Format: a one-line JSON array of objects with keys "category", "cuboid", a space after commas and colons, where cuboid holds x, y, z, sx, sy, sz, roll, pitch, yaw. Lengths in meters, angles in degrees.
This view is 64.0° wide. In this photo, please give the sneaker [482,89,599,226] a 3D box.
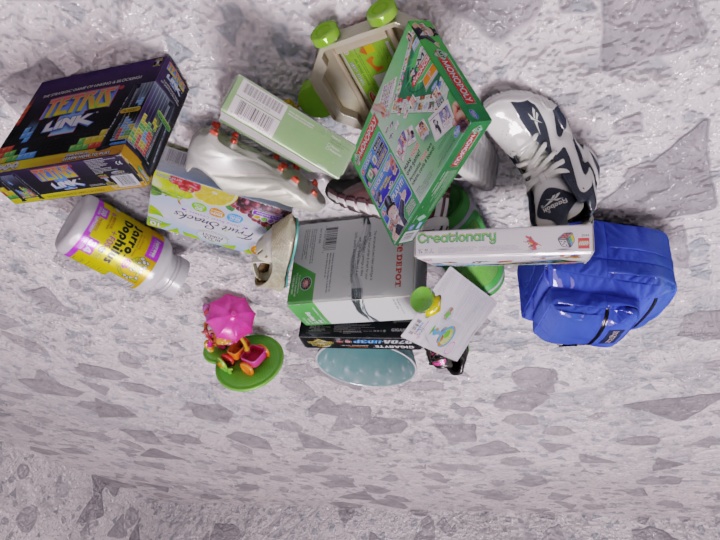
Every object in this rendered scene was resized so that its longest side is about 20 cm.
[{"category": "sneaker", "cuboid": [0.219, -0.117, 0.686, 0.079, 0.131, 0.199, -26, 134, 37]}]

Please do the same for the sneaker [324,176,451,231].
[{"category": "sneaker", "cuboid": [0.044, -0.126, 0.775, 0.199, 0.117, 0.075, 22, -164, 32]}]

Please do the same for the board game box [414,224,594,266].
[{"category": "board game box", "cuboid": [0.176, -0.028, 0.705, 0.198, 0.035, 0.126, -1, 176, 18]}]

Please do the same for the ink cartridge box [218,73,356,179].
[{"category": "ink cartridge box", "cuboid": [-0.096, -0.167, 0.691, 0.145, 0.048, 0.200, 28, -175, -18]}]

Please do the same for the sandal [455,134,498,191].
[{"category": "sandal", "cuboid": [0.114, -0.146, 0.689, 0.049, 0.083, 0.202, 0, 161, 32]}]

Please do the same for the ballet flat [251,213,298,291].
[{"category": "ballet flat", "cuboid": [-0.134, -0.019, 0.877, 0.062, 0.068, 0.200, 2, 151, -12]}]

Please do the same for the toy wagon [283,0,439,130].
[{"category": "toy wagon", "cuboid": [0.002, -0.219, 0.665, 0.198, 0.040, 0.155, -9, 142, 25]}]

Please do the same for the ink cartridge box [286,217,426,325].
[{"category": "ink cartridge box", "cuboid": [0.000, 0.000, 0.891, 0.198, 0.148, 0.083, -4, 149, 19]}]

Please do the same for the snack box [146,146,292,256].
[{"category": "snack box", "cuboid": [-0.213, -0.097, 0.875, 0.198, 0.053, 0.142, 16, 147, -15]}]

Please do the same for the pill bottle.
[{"category": "pill bottle", "cuboid": [-0.389, -0.032, 0.963, 0.104, 0.105, 0.199, -23, 136, 38]}]

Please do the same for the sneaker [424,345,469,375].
[{"category": "sneaker", "cuboid": [0.157, 0.145, 1.129, 0.076, 0.084, 0.200, -20, 138, 34]}]

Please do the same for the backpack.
[{"category": "backpack", "cuboid": [0.346, 0.024, 0.843, 0.198, 0.169, 0.163, 3, 153, 1]}]

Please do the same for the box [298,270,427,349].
[{"category": "box", "cuboid": [0.007, 0.048, 0.949, 0.198, 0.160, 0.046, -2, 149, 13]}]

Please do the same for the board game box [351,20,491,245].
[{"category": "board game box", "cuboid": [0.053, -0.138, 0.620, 0.029, 0.135, 0.200, -12, 155, -26]}]

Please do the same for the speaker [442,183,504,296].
[{"category": "speaker", "cuboid": [0.151, -0.039, 0.858, 0.088, 0.089, 0.200, -11, 142, 26]}]

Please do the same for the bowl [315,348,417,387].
[{"category": "bowl", "cuboid": [0.016, 0.143, 1.137, 0.199, 0.106, 0.202, 5, 146, 4]}]

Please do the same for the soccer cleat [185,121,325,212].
[{"category": "soccer cleat", "cuboid": [-0.143, -0.127, 0.796, 0.199, 0.070, 0.078, 27, 116, -17]}]

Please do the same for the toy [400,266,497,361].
[{"category": "toy", "cuboid": [0.126, 0.061, 0.852, 0.047, 0.116, 0.200, 37, -176, 33]}]

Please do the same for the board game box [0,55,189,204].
[{"category": "board game box", "cuboid": [-0.323, -0.168, 0.691, 0.198, 0.167, 0.057, -4, 146, 18]}]

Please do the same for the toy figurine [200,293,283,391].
[{"category": "toy figurine", "cuboid": [-0.268, 0.123, 1.182, 0.199, 0.150, 0.185, 19, 139, 29]}]
